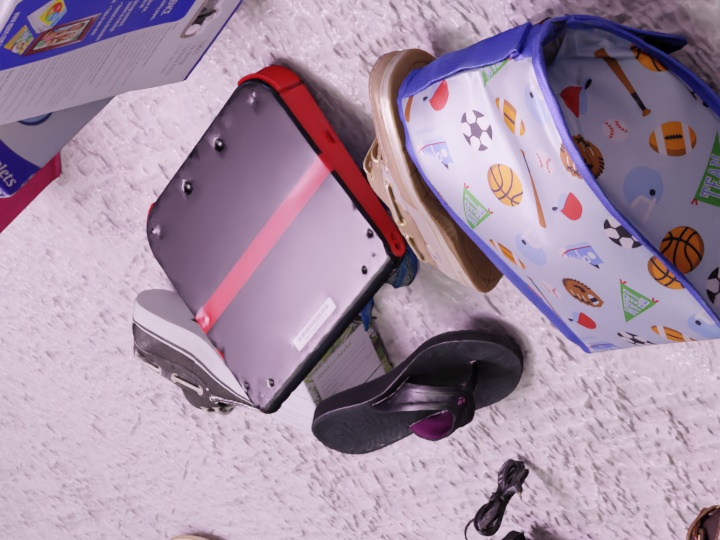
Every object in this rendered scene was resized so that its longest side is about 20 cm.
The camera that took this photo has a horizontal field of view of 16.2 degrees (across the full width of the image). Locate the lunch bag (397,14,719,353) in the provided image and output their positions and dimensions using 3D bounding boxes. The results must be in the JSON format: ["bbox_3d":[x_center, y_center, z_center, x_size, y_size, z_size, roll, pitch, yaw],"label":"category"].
[{"bbox_3d":[0.131,-0.060,1.432,0.200,0.124,0.170,41,157,-16],"label":"lunch bag"}]

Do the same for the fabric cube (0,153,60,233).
[{"bbox_3d":[-0.377,-0.112,2.006,0.200,0.199,0.196,35,155,16],"label":"fabric cube"}]

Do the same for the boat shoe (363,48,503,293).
[{"bbox_3d":[0.037,-0.063,1.619,0.069,0.074,0.200,15,145,35],"label":"boat shoe"}]

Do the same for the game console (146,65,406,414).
[{"bbox_3d":[-0.062,-0.023,1.747,0.177,0.031,0.200,54,133,16],"label":"game console"}]

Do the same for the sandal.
[{"bbox_3d":[0.044,0.100,1.830,0.075,0.048,0.200,31,138,-28],"label":"sandal"}]

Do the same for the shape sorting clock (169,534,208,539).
[{"bbox_3d":[-0.119,0.339,2.533,0.200,0.039,0.200,34,154,19],"label":"shape sorting clock"}]

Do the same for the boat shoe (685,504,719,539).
[{"bbox_3d":[0.251,0.193,1.714,0.070,0.070,0.200,26,151,24],"label":"boat shoe"}]

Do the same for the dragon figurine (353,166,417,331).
[{"bbox_3d":[0.000,0.000,1.792,0.099,0.059,0.200,26,149,33],"label":"dragon figurine"}]

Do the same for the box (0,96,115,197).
[{"bbox_3d":[-0.249,-0.176,1.708,0.184,0.200,0.105,52,152,-20],"label":"box"}]

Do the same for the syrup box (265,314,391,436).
[{"bbox_3d":[-0.054,0.029,1.894,0.081,0.079,0.200,21,148,39],"label":"syrup box"}]

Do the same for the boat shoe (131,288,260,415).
[{"bbox_3d":[-0.112,0.081,2.057,0.200,0.071,0.064,30,120,40],"label":"boat shoe"}]

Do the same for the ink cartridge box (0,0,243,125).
[{"bbox_3d":[-0.167,-0.157,1.573,0.047,0.200,0.198,61,146,12],"label":"ink cartridge box"}]

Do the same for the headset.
[{"bbox_3d":[0.148,0.228,1.953,0.123,0.094,0.200,9,154,44],"label":"headset"}]

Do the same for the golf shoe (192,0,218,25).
[{"bbox_3d":[-0.173,-0.227,1.617,0.199,0.079,0.097,9,144,-11],"label":"golf shoe"}]
